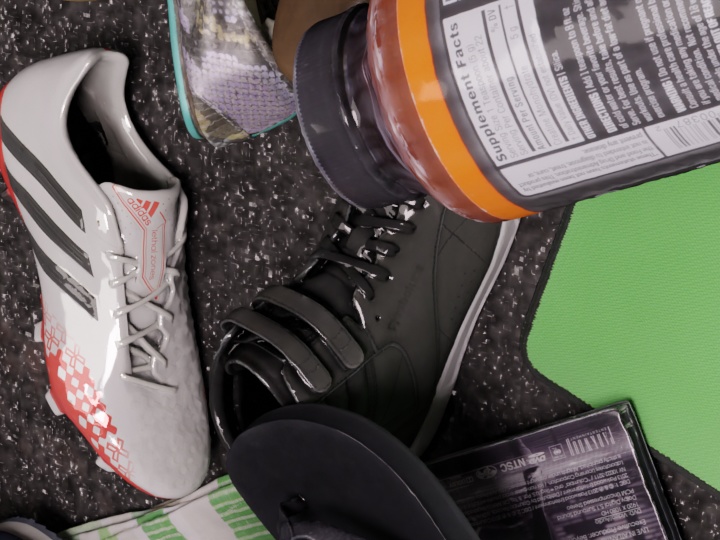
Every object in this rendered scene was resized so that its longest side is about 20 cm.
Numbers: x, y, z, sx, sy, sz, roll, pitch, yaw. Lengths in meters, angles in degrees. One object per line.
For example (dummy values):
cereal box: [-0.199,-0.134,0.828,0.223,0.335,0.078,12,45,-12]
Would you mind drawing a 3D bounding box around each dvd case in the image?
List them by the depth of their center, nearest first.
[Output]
dvd case: [0.077,0.164,0.846,0.148,0.016,0.201,-20,91,33]

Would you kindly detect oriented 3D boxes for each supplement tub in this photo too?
supplement tub: [0.076,-0.078,0.717,0.199,0.107,0.108,-15,93,32]

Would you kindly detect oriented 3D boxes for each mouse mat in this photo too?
mouse mat: [0.155,0.017,0.762,0.200,0.008,0.162,33,121,26]

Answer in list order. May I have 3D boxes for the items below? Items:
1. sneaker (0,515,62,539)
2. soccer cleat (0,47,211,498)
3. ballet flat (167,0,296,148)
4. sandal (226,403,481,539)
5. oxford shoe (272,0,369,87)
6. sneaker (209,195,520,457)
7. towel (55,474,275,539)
sneaker: [-0.123,0.185,0.953,0.199,0.082,0.071,26,117,30]
soccer cleat: [-0.103,0.000,0.924,0.085,0.068,0.201,-24,83,44]
ballet flat: [-0.056,-0.153,0.853,0.072,0.072,0.201,-9,97,39]
sandal: [0.020,0.124,0.762,0.200,0.043,0.076,45,134,20]
oxford shoe: [0.003,-0.152,0.773,0.073,0.084,0.201,39,119,33]
sneaker: [0.000,0.000,0.820,0.071,0.099,0.201,29,118,31]
towel: [-0.055,0.169,0.961,0.200,0.023,0.153,-24,88,40]
